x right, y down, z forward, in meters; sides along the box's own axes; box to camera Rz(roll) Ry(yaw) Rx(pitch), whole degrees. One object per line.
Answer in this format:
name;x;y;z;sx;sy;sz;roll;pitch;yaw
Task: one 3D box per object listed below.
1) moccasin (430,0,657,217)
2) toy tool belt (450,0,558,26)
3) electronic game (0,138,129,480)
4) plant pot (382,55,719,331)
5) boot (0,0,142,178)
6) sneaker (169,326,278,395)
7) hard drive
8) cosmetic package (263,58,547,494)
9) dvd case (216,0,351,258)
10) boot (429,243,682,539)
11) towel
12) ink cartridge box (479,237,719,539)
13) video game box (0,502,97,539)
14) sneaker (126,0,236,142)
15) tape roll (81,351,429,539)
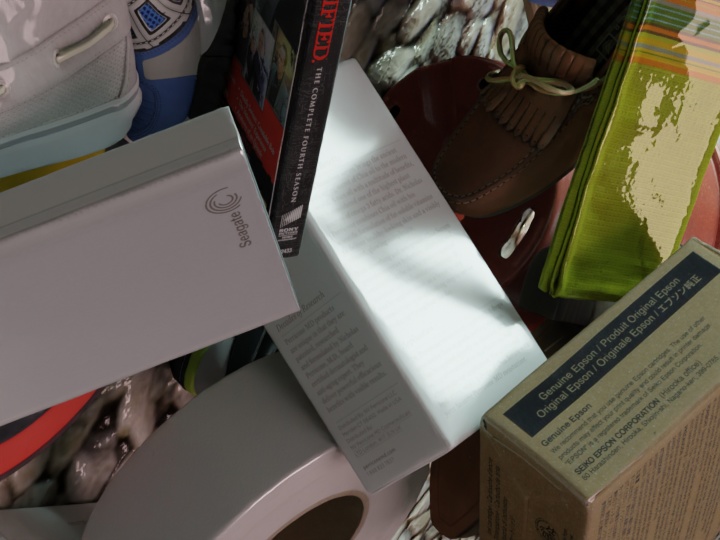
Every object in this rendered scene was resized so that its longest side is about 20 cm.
moccasin;0.110;-0.110;0.779;0.201;0.074;0.078;-42;142;17
toy tool belt;0.085;-0.184;0.811;0.200;0.124;0.124;-6;116;-59
electronic game;-0.164;0.023;0.685;0.200;0.041;0.201;-43;151;-30
plant pot;0.107;-0.046;0.947;0.195;0.200;0.202;8;113;-55
boot;-0.170;-0.073;0.524;0.199;0.073;0.096;-26;132;-34
sneaker;-0.029;0.041;0.903;0.200;0.083;0.072;-31;145;-44
hard drive;-0.128;0.015;0.568;0.199;0.027;0.132;-22;152;-4
cosmetic package;0.000;0.000;0.767;0.101;0.201;0.071;-27;173;-46
dvd case;-0.041;-0.127;0.628;0.022;0.146;0.201;-6;129;-23
boot;0.129;0.065;0.862;0.146;0.070;0.201;8;111;-46
towel;0.157;-0.075;0.764;0.086;0.018;0.201;6;111;-31
ink cartridge box;0.143;0.105;0.796;0.164;0.075;0.201;-37;147;-25
video game box;-0.188;0.224;0.872;0.200;0.047;0.183;11;107;-63
sneaker;-0.095;-0.131;0.622;0.077;0.076;0.201;-13;139;-21
tape roll;-0.057;0.139;0.834;0.202;0.071;0.203;-34;152;-20
